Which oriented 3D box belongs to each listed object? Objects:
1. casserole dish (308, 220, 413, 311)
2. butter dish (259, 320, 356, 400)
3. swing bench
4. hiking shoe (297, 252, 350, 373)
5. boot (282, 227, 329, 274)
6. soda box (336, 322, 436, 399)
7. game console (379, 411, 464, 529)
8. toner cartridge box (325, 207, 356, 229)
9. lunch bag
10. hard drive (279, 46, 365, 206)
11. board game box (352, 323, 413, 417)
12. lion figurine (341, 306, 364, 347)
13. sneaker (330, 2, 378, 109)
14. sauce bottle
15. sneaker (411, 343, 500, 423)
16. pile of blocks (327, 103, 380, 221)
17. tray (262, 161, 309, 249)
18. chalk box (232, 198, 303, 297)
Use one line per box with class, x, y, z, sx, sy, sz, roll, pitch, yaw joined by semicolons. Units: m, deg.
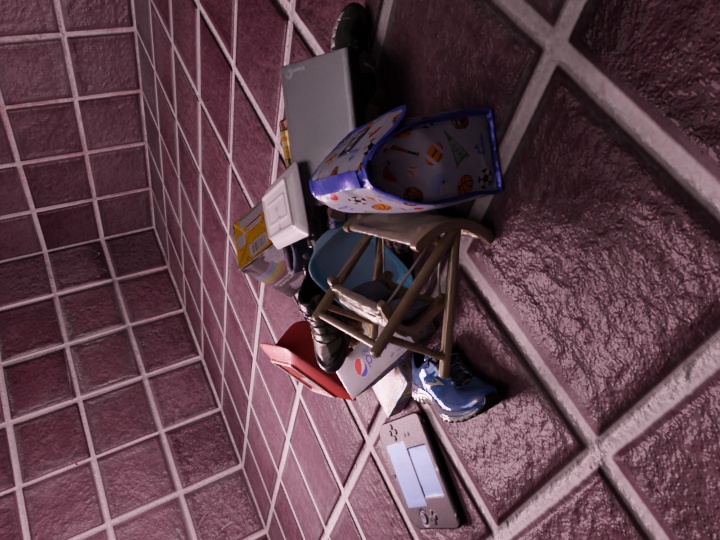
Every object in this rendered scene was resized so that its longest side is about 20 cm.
casserole dish;0.000;0.000;0.940;0.199;0.121;0.039;42;-170;-30
butter dish;-0.089;0.168;1.247;0.198;0.151;0.198;39;160;-20
swing bench;0.051;0.008;0.800;0.197;0.127;0.207;17;88;60
hiking shoe;-0.072;0.071;0.974;0.074;0.100;0.209;-7;88;32
boot;-0.096;-0.098;1.015;0.072;0.088;0.208;10;111;53
soda box;0.038;0.133;0.974;0.064;0.067;0.201;54;133;15
game console;0.106;0.370;1.072;0.206;0.030;0.177;69;154;12
toner cartridge box;-0.028;-0.169;0.985;0.043;0.092;0.208;-11;94;62
lunch bag;0.049;-0.132;0.730;0.169;0.194;0.129;3;108;63
hard drive;-0.050;-0.201;0.842;0.136;0.032;0.208;2;102;40
board game box;0.036;0.152;1.093;0.203;0.033;0.136;60;151;29
lion figurine;0.000;0.034;1.023;0.124;0.072;0.201;51;122;19
sneaker;-0.005;-0.302;0.866;0.089;0.065;0.208;3;82;49
sauce bottle;-0.084;-0.142;0.936;0.065;0.064;0.208;3;105;62
sneaker;0.128;0.160;0.862;0.198;0.076;0.093;6;111;63
pile of blocks;-0.006;-0.173;0.927;0.081;0.060;0.208;-3;72;64
tray;-0.126;-0.097;0.935;0.199;0.021;0.112;168;91;-68
chalk box;-0.149;-0.042;1.206;0.123;0.198;0.127;-34;52;20
